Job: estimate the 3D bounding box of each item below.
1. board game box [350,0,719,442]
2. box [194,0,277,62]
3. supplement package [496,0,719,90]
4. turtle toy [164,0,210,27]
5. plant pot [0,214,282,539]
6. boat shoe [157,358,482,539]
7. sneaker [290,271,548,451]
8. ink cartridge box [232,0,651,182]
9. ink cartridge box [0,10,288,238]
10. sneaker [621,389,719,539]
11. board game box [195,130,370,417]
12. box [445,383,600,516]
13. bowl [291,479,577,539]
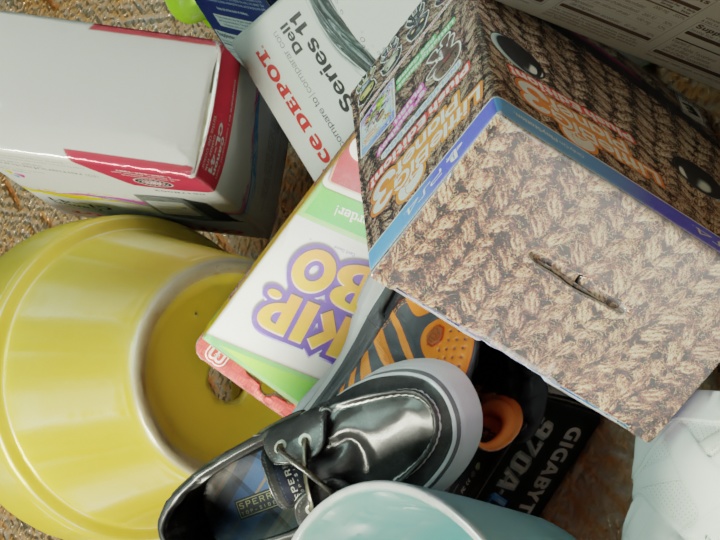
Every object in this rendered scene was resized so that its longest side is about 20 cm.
[{"bbox_3d":[0.090,-0.040,1.208,0.097,0.159,0.200,-52,19,21],"label":"board game box"},{"bbox_3d":[-0.061,-0.157,1.550,0.032,0.200,0.121,-42,27,-15],"label":"box"},{"bbox_3d":[0.140,-0.200,1.225,0.111,0.200,0.156,-29,51,49],"label":"supplement package"},{"bbox_3d":[-0.101,-0.268,1.747,0.146,0.101,0.200,9,83,59],"label":"turtle toy"},{"bbox_3d":[-0.116,0.063,1.492,0.189,0.201,0.201,-6,69,60],"label":"plant pot"},{"bbox_3d":[-0.027,0.099,1.258,0.200,0.066,0.070,-23,87,41],"label":"boat shoe"},{"bbox_3d":[0.025,0.085,1.295,0.112,0.078,0.200,37,111,52],"label":"sneaker"},{"bbox_3d":[0.041,-0.121,1.398,0.200,0.083,0.147,-36,84,46],"label":"ink cartridge box"},{"bbox_3d":[-0.134,-0.082,1.505,0.200,0.148,0.086,46,-128,-75],"label":"ink cartridge box"},{"bbox_3d":[0.180,0.113,1.133,0.200,0.074,0.116,173,110,-68],"label":"sneaker"},{"bbox_3d":[0.000,0.000,1.361,0.200,0.096,0.030,-52,5,23],"label":"board game box"},{"bbox_3d":[0.036,0.107,1.385,0.200,0.046,0.159,-60,32,19],"label":"box"},{"bbox_3d":[0.056,0.192,1.218,0.201,0.105,0.201,9,102,48],"label":"bowl"}]
